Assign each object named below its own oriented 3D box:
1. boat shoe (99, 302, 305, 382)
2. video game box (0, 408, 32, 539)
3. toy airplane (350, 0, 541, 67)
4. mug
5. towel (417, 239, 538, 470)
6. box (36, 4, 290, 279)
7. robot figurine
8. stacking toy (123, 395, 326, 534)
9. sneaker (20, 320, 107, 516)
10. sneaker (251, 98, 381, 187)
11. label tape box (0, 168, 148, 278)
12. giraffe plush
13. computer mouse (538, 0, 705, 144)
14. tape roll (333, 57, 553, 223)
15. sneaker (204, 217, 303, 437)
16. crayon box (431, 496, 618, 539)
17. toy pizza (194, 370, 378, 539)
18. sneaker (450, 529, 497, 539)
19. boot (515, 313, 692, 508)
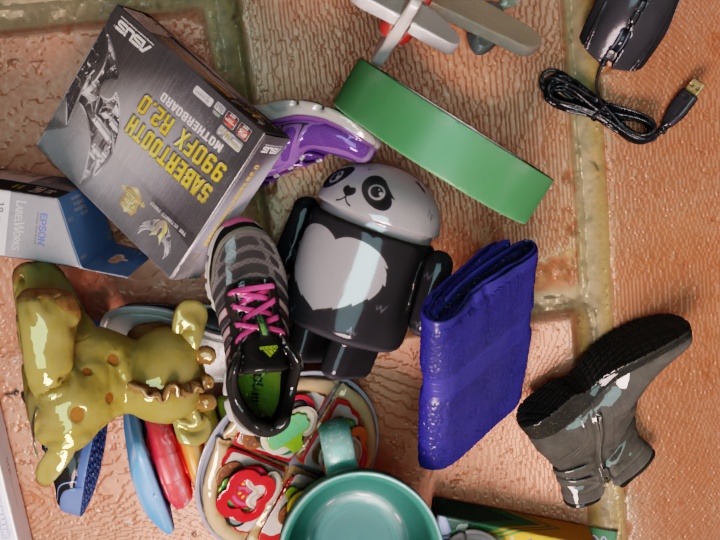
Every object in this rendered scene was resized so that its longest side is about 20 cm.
[{"bbox_3d":[-0.151,0.069,1.054,0.199,0.060,0.076,17,114,-6],"label":"boat shoe"},{"bbox_3d":[-0.441,0.216,1.089,0.181,0.047,0.201,-8,102,3],"label":"video game box"},{"bbox_3d":[0.045,-0.256,0.946,0.199,0.141,0.201,-21,84,-25],"label":"toy airplane"},{"bbox_3d":[0.004,0.246,1.009,0.151,0.114,0.186,21,82,1],"label":"mug"},{"bbox_3d":[0.101,0.077,0.996,0.147,0.049,0.201,-34,139,-33],"label":"towel"},{"bbox_3d":[-0.181,-0.115,0.968,0.200,0.048,0.159,43,108,19],"label":"box"},{"bbox_3d":[-0.002,-0.001,1.003,0.150,0.125,0.201,18,97,-10],"label":"robot figurine"},{"bbox_3d":[-0.127,0.161,1.061,0.199,0.110,0.116,-18,118,-8],"label":"stacking toy"},{"bbox_3d":[-0.294,0.141,1.067,0.078,0.070,0.201,7,95,1],"label":"sneaker"},{"bbox_3d":[-0.078,-0.108,0.991,0.199,0.081,0.084,3,83,19],"label":"sneaker"},{"bbox_3d":[-0.294,-0.050,0.985,0.199,0.144,0.064,9,100,-3],"label":"label tape box"},{"bbox_3d":[-0.213,0.085,0.953,0.161,0.200,0.173,-6,130,-19],"label":"giraffe plush"},{"bbox_3d":[0.272,-0.216,1.003,0.140,0.046,0.200,30,100,-5],"label":"computer mouse"},{"bbox_3d":[0.072,-0.113,0.945,0.200,0.200,0.048,32,100,-7],"label":"tape roll"},{"bbox_3d":[-0.088,0.056,0.936,0.073,0.087,0.201,-6,101,-19],"label":"sneaker"},{"bbox_3d":[0.160,0.317,1.113,0.199,0.052,0.126,11,102,-3],"label":"crayon box"},{"bbox_3d":[-0.064,0.191,1.046,0.199,0.032,0.201,-14,118,-27],"label":"toy pizza"},{"bbox_3d":[0.059,0.337,1.045,0.078,0.091,0.200,42,101,-5],"label":"sneaker"},{"bbox_3d":[0.261,0.141,1.080,0.200,0.068,0.131,-35,113,4],"label":"boot"}]
